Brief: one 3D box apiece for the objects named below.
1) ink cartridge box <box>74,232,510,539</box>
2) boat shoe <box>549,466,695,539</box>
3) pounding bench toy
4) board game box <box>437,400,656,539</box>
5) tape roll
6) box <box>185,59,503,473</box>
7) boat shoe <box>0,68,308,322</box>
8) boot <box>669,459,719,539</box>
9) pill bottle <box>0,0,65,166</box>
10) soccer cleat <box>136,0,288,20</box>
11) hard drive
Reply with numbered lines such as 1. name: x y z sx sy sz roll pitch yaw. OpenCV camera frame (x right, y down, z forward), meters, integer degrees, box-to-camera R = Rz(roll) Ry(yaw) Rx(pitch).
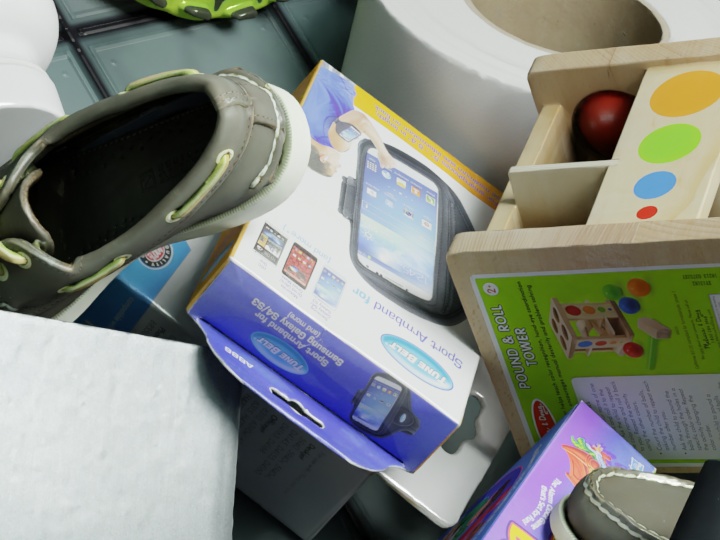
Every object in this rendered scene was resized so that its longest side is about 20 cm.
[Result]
1. ink cartridge box: -0.033 0.035 1.189 0.200 0.067 0.116 38 44 -3
2. boat shoe: 0.175 0.116 1.056 0.201 0.060 0.072 21 33 -5
3. pounding bench toy: 0.143 0.017 1.175 0.201 0.124 0.156 68 32 -33
4. board game box: 0.033 0.153 1.082 0.045 0.135 0.200 42 38 0
5. tape roll: 0.092 -0.098 1.313 0.201 0.071 0.203 10 30 -6
6. box: 0.000 0.000 1.146 0.119 0.042 0.200 36 31 -10
7. boat shoe: -0.119 -0.024 1.082 0.060 0.201 0.072 21 47 -61
8. boot: 0.174 0.179 0.970 0.200 0.076 0.169 34 81 5
9. pill bottle: -0.199 -0.131 1.169 0.112 0.113 0.201 -5 62 -36
10. soccer cleat: -0.054 -0.174 1.346 0.199 0.065 0.084 -17 39 -36
11. hard drive: -0.118 0.122 1.048 0.139 0.033 0.201 11 74 -29
